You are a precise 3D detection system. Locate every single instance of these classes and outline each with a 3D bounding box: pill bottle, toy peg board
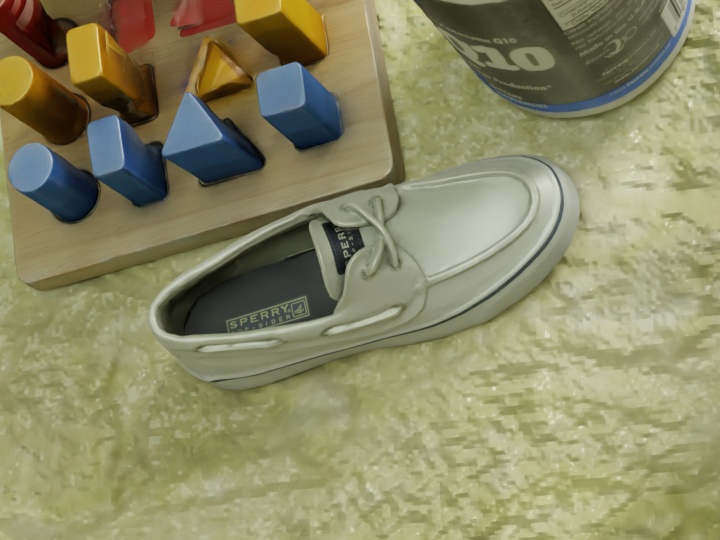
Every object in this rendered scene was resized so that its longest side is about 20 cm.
[{"bbox_3d":[0.066,-0.148,0.825,0.114,0.200,0.114,-7,72,20],"label":"pill bottle"},{"bbox_3d":[-0.102,-0.118,0.941,0.200,0.098,0.199,-16,69,17],"label":"toy peg board"}]

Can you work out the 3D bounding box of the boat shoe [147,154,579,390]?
[{"bbox_3d":[0.000,0.000,0.881,0.200,0.065,0.074,-27,66,13],"label":"boat shoe"}]
